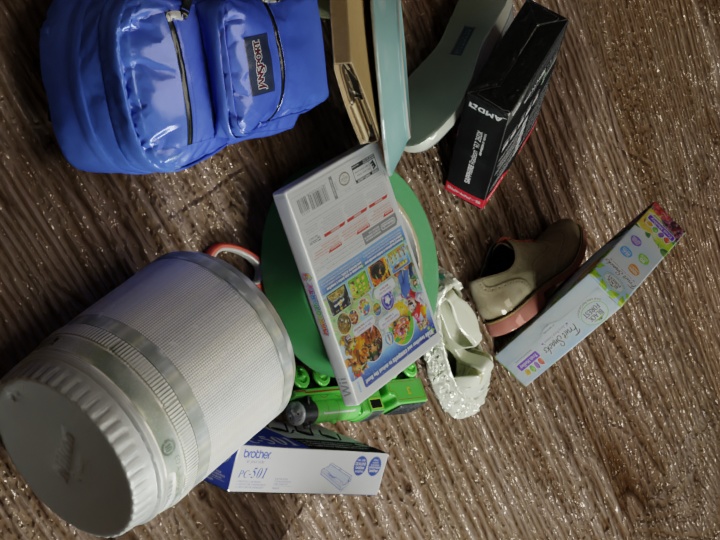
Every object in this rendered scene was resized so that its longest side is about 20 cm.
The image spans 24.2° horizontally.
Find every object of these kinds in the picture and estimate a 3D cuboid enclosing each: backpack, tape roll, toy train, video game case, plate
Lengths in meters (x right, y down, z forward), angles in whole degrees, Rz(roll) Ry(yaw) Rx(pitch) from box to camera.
[{"bbox_3d":[-0.135,-0.164,1.278,0.200,0.168,0.163,-24,108,-47],"label":"backpack"},{"bbox_3d":[-0.007,-0.002,1.535,0.200,0.048,0.201,11,76,-50],"label":"tape roll"},{"bbox_3d":[-0.009,0.115,1.575,0.200,0.042,0.056,-2,68,-51],"label":"toy train"},{"bbox_3d":[0.000,0.000,1.490,0.143,0.018,0.200,-34,110,-48],"label":"video game case"},{"bbox_3d":[0.028,-0.185,1.507,0.200,0.026,0.201,-3,90,-87],"label":"plate"}]

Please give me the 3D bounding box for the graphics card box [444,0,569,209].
[{"bbox_3d":[0.140,-0.158,1.634,0.126,0.051,0.200,-57,171,-21],"label":"graphics card box"}]

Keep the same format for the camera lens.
[{"bbox_3d":[-0.161,0.091,1.301,0.200,0.160,0.160,-40,125,-40],"label":"camera lens"}]

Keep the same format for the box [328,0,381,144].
[{"bbox_3d":[-0.008,-0.230,1.419,0.164,0.021,0.200,63,22,-69],"label":"box"}]

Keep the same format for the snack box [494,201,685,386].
[{"bbox_3d":[0.239,0.027,1.764,0.053,0.200,0.142,44,52,2],"label":"snack box"}]

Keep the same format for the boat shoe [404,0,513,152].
[{"bbox_3d":[0.100,-0.188,1.646,0.201,0.070,0.072,-60,146,-18],"label":"boat shoe"}]

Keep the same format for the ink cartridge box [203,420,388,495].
[{"bbox_3d":[-0.075,0.162,1.468,0.200,0.094,0.044,10,96,-51],"label":"ink cartridge box"}]

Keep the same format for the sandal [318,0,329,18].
[{"bbox_3d":[-0.058,-0.275,1.448,0.201,0.057,0.080,17,87,-53],"label":"sandal"}]

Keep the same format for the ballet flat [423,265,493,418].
[{"bbox_3d":[0.097,0.079,1.693,0.072,0.072,0.200,-51,132,-33],"label":"ballet flat"}]

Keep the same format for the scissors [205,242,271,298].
[{"bbox_3d":[-0.066,0.031,1.501,0.200,0.014,0.073,20,75,-41],"label":"scissors"}]

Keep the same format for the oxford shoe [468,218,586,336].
[{"bbox_3d":[0.179,-0.012,1.778,0.075,0.070,0.200,57,41,-13],"label":"oxford shoe"}]
